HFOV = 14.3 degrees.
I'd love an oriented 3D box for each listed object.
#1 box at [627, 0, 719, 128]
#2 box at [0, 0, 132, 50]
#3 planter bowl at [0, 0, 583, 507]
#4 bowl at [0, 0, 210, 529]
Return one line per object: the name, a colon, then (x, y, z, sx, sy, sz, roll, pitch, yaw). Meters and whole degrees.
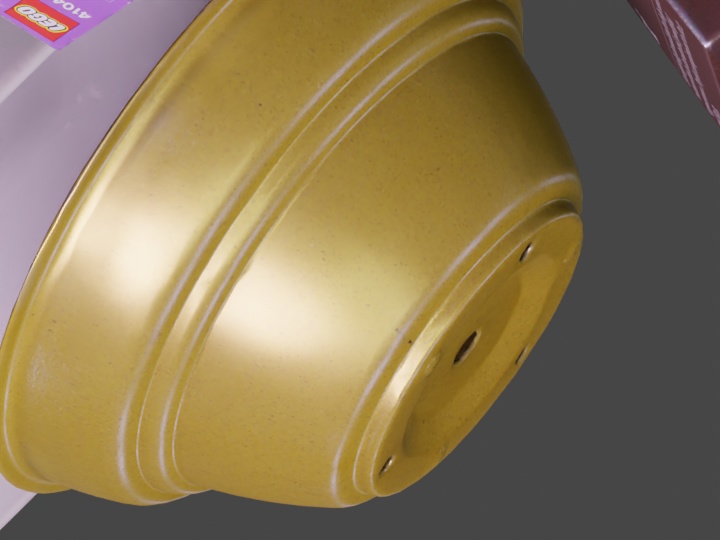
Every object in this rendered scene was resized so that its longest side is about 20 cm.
box: (0.160, -0.128, 0.782, 0.200, 0.075, 0.100, -34, 162, 4)
box: (-0.081, -0.168, 0.636, 0.137, 0.039, 0.200, 32, 60, -23)
planter bowl: (0.000, 0.000, 0.752, 0.200, 0.083, 0.201, -48, 163, -20)
bowl: (-0.106, -0.012, 0.728, 0.200, 0.075, 0.200, -47, 161, -14)
